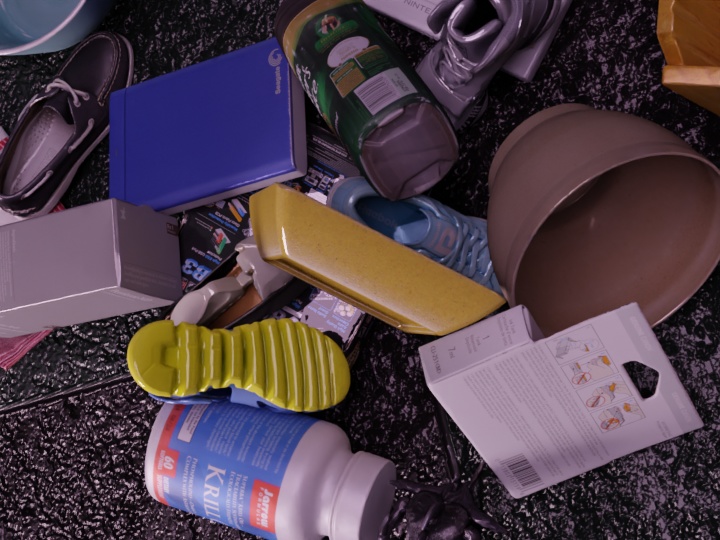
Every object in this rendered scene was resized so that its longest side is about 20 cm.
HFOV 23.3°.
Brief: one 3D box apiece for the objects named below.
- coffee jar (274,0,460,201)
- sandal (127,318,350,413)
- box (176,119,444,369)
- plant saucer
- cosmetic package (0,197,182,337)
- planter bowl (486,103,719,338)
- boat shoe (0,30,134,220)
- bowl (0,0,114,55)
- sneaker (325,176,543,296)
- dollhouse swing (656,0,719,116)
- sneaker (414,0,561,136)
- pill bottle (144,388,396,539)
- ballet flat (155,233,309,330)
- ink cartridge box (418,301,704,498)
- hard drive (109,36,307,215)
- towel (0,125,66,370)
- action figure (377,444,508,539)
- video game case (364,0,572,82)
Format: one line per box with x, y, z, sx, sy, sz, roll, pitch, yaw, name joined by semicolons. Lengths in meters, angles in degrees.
0.001;-0.155;1.460;0.085;0.104;0.200;-32;48;1;coffee jar
-0.106;0.082;1.479;0.199;0.087;0.080;9;74;-18;sandal
-0.058;-0.027;1.562;0.199;0.050;0.199;28;92;19;box
0.000;0.000;1.405;0.199;0.200;0.049;26;85;-8;plant saucer
-0.267;0.000;1.556;0.199;0.107;0.091;-9;77;28;cosmetic package
0.184;-0.051;1.430;0.200;0.200;0.135;-40;45;8;planter bowl
-0.281;-0.142;1.635;0.074;0.060;0.201;31;84;17;boat shoe
-0.305;-0.286;1.646;0.200;0.105;0.202;-4;79;19;bowl
0.066;-0.021;1.473;0.199;0.082;0.074;18;94;-9;sneaker
0.361;-0.232;1.407;0.175;0.181;0.201;1;81;38;dollhouse swing
0.081;-0.179;1.488;0.075;0.115;0.200;47;114;12;sneaker
-0.075;0.173;1.504;0.199;0.112;0.113;15;87;19;pill bottle
-0.101;0.014;1.509;0.200;0.068;0.068;-41;73;7;ballet flat
0.163;0.094;1.398;0.173;0.200;0.044;-24;49;12;ink cartridge box
-0.140;-0.124;1.571;0.199;0.025;0.133;-14;66;28;hard drive
-0.343;-0.025;1.666;0.144;0.023;0.200;-41;72;7;towel
0.057;0.251;1.460;0.118;0.102;0.201;22;80;25;action figure
0.116;-0.294;1.559;0.181;0.024;0.201;27;92;19;video game case
